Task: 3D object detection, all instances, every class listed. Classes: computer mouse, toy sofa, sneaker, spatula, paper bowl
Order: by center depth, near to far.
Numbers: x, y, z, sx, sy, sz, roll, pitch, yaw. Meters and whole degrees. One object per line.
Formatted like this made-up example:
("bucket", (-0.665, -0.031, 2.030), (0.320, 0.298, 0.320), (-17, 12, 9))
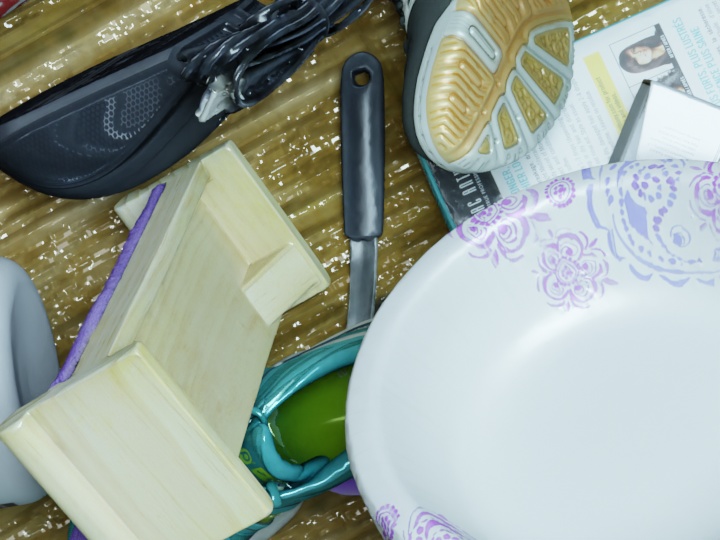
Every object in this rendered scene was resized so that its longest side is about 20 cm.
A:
("paper bowl", (0.103, 0.063, 0.706), (0.201, 0.104, 0.201), (-12, 44, 12))
("toy sofa", (-0.083, 0.037, 0.771), (0.098, 0.200, 0.083), (-29, 110, 20))
("sneaker", (-0.047, 0.076, 0.821), (0.200, 0.080, 0.078), (-33, 86, 14))
("computer mouse", (-0.081, -0.070, 0.825), (0.200, 0.138, 0.053), (-17, 107, 38))
("sneaker", (0.043, -0.115, 0.830), (0.088, 0.076, 0.200), (-10, 45, 33))
("spatula", (0.000, 0.000, 0.865), (0.057, 0.021, 0.200), (-2, 80, 10))

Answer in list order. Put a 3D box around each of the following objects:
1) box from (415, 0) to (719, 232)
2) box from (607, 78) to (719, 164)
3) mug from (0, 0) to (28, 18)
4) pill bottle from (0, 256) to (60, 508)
("box", (0.127, -0.067, 0.850), (0.200, 0.049, 0.082), (-24, 80, 1))
("box", (0.153, 0.041, 0.804), (0.156, 0.041, 0.200), (21, 97, 1))
("mug", (-0.205, -0.174, 0.844), (0.200, 0.133, 0.178), (-29, 124, -4))
("pill bottle", (-0.236, 0.061, 0.833), (0.200, 0.109, 0.109), (-10, 81, 3))
